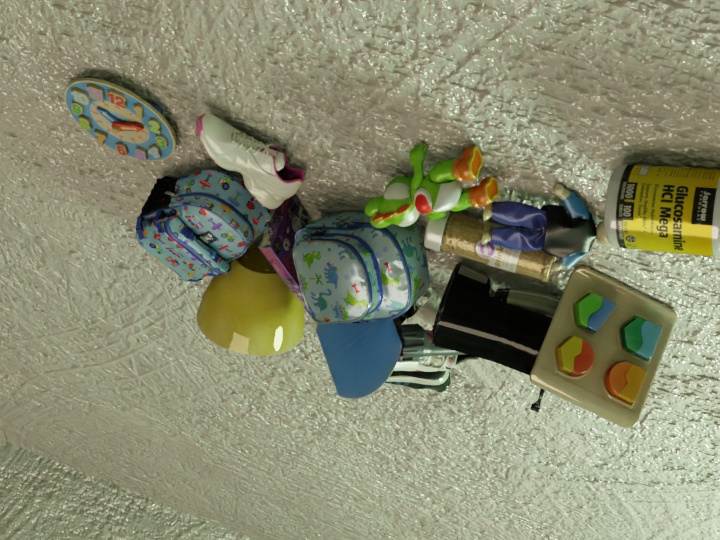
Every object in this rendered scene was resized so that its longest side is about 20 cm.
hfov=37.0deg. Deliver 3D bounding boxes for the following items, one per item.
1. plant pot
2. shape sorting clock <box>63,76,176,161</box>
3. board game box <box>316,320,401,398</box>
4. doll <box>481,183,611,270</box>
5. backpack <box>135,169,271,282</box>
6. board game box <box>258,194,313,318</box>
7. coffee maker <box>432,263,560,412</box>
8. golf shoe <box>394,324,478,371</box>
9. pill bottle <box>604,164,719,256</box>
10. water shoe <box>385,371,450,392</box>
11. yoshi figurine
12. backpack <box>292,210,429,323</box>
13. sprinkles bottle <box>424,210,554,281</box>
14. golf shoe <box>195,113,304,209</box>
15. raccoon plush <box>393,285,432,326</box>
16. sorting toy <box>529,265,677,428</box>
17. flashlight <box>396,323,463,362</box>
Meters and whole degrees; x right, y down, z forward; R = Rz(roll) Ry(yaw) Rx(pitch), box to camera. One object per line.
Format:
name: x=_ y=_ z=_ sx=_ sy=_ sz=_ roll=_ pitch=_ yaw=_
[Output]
plant pot: x=-0.188 y=0.039 z=1.950 sx=0.199 sy=0.200 sz=0.143 roll=19 pitch=121 yaw=7
shape sorting clock: x=-0.395 y=-0.243 z=1.769 sx=0.199 sy=0.039 sz=0.200 roll=17 pitch=149 yaw=11
board game box: x=0.007 y=0.119 z=1.846 sx=0.158 sy=0.201 sz=0.039 roll=-39 pitch=147 yaw=28
doll: x=0.279 y=-0.065 z=1.566 sx=0.199 sy=0.049 sz=0.137 roll=8 pitch=119 yaw=13
backpack: x=-0.260 y=-0.080 z=1.840 sx=0.199 sy=0.135 sz=0.183 roll=-11 pitch=135 yaw=42
board game box: x=-0.097 y=-0.023 z=1.832 sx=0.032 sy=0.120 sz=0.200 roll=3 pitch=144 yaw=33
coffee maker: x=0.219 y=0.097 z=1.734 sx=0.199 sy=0.192 sz=0.135 roll=16 pitch=130 yaw=8
golf shoe: x=0.124 y=0.140 z=1.881 sx=0.092 sy=0.199 sz=0.073 roll=31 pitch=122 yaw=43
pill bottle: x=0.427 y=-0.077 z=1.400 sx=0.199 sy=0.113 sz=0.113 roll=6 pitch=146 yaw=26
water shoe: x=0.079 y=0.204 z=2.115 sx=0.199 sy=0.072 sz=0.079 roll=10 pitch=149 yaw=23
yoshi figurine: x=0.101 y=-0.121 z=1.592 sx=0.199 sy=0.113 sz=0.112 roll=-16 pitch=163 yaw=30
backpack: x=0.000 y=0.000 z=1.736 sx=0.199 sy=0.147 sz=0.184 roll=-5 pitch=107 yaw=31
sprinkles bottle: x=0.200 y=-0.042 z=1.653 sx=0.199 sy=0.068 sz=0.068 roll=16 pitch=149 yaw=11
golf shoe: x=-0.170 y=-0.184 z=1.693 sx=0.091 sy=0.076 sz=0.200 roll=-25 pitch=129 yaw=33
raccoon plush: x=0.030 y=0.036 z=1.896 sx=0.134 sy=0.097 sz=0.200 roll=38 pitch=131 yaw=-7
sorting toy: x=0.378 y=0.118 z=1.662 sx=0.184 sy=0.201 sz=0.036 roll=26 pitch=172 yaw=-4
flashlight: x=0.154 y=0.113 z=1.839 sx=0.199 sy=0.068 sz=0.068 roll=1 pitch=131 yaw=-21
